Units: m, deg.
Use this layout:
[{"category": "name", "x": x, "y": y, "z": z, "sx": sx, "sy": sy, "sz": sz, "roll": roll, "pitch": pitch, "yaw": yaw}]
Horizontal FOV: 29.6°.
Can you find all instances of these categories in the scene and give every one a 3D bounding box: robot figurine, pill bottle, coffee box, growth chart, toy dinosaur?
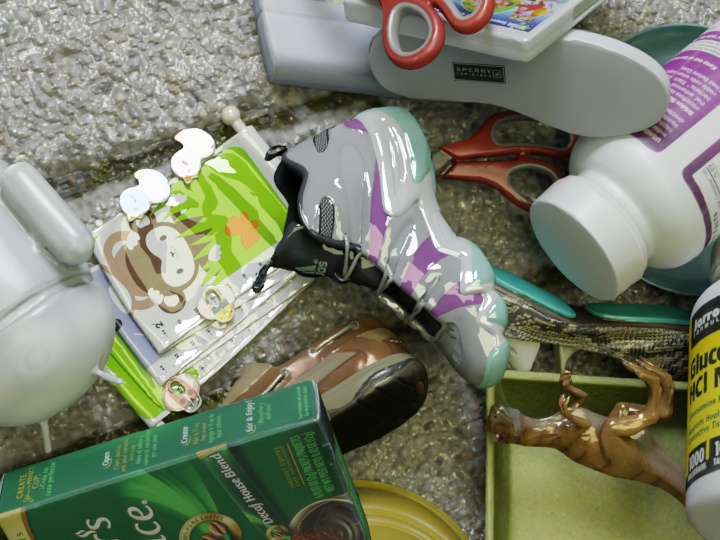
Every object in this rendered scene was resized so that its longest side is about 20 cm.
[{"category": "robot figurine", "x": -0.226, "y": 0.011, "z": 0.822, "sx": 0.200, "sy": 0.170, "sz": 0.113, "roll": 51, "pitch": 32, "yaw": 6}, {"category": "pill bottle", "x": 0.212, "y": -0.073, "z": 0.914, "sx": 0.200, "sy": 0.112, "sz": 0.113, "roll": -38, "pitch": 91, "yaw": -15}, {"category": "pill bottle", "x": 0.266, "y": 0.072, "z": 0.871, "sx": 0.112, "sy": 0.113, "sz": 0.201, "roll": 16, "pitch": 57, "yaw": -10}, {"category": "coffee box", "x": -0.102, "y": 0.150, "z": 0.815, "sx": 0.199, "sy": 0.044, "sz": 0.124, "roll": -16, "pitch": 122, "yaw": 3}, {"category": "growth chart", "x": -0.111, "y": -0.002, "z": 0.907, "sx": 0.145, "sy": 0.018, "sz": 0.200, "roll": 43, "pitch": 75, "yaw": -3}, {"category": "toy dinosaur", "x": 0.176, "y": 0.116, "z": 0.894, "sx": 0.199, "sy": 0.060, "sz": 0.107, "roll": 25, "pitch": 100, "yaw": -5}]

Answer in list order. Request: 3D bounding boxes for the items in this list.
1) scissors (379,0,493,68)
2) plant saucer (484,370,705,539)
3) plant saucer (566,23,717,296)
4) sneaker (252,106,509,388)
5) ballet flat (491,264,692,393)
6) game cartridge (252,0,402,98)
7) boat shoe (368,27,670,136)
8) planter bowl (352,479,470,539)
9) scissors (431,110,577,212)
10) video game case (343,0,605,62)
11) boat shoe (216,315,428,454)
[{"category": "scissors", "x": 0.010, "y": -0.198, "z": 0.859, "sx": 0.073, "sy": 0.014, "sz": 0.200, "roll": -43, "pitch": 53, "yaw": 8}, {"category": "plant saucer", "x": 0.173, "y": 0.176, "z": 0.924, "sx": 0.198, "sy": 0.048, "sz": 0.201, "roll": 4, "pitch": 77, "yaw": -11}, {"category": "plant saucer", "x": 0.240, "y": -0.079, "z": 0.992, "sx": 0.198, "sy": 0.027, "sz": 0.202, "roll": 2, "pitch": 82, "yaw": -12}, {"category": "sneaker", "x": 0.000, "y": 0.000, "z": 0.860, "sx": 0.139, "sy": 0.078, "sz": 0.201, "roll": -18, "pitch": 68, "yaw": -21}, {"category": "ballet flat", "x": 0.143, "y": 0.046, "z": 0.938, "sx": 0.199, "sy": 0.068, "sz": 0.076, "roll": 14, "pitch": 102, "yaw": -12}, {"category": "game cartridge", "x": -0.010, "y": -0.225, "z": 0.954, "sx": 0.132, "sy": 0.041, "sz": 0.202, "roll": 4, "pitch": 81, "yaw": -8}, {"category": "boat shoe", "x": 0.104, "y": -0.139, "z": 0.882, "sx": 0.199, "sy": 0.069, "sz": 0.057, "roll": 12, "pitch": 42, "yaw": 17}, {"category": "planter bowl", "x": 0.005, "y": 0.234, "z": 0.864, "sx": 0.199, "sy": 0.083, "sz": 0.202, "roll": 2, "pitch": 81, "yaw": -12}, {"category": "scissors", "x": 0.053, "y": -0.080, "z": 0.939, "sx": 0.198, "sy": 0.014, "sz": 0.074, "roll": 4, "pitch": 83, "yaw": -6}, {"category": "video game case", "x": 0.104, "y": -0.200, "z": 0.901, "sx": 0.200, "sy": 0.143, "sz": 0.018, "roll": -40, "pitch": 136, "yaw": -37}, {"category": "boat shoe", "x": -0.054, "y": 0.098, "z": 0.884, "sx": 0.199, "sy": 0.076, "sz": 0.074, "roll": -28, "pitch": 56, "yaw": -7}]
